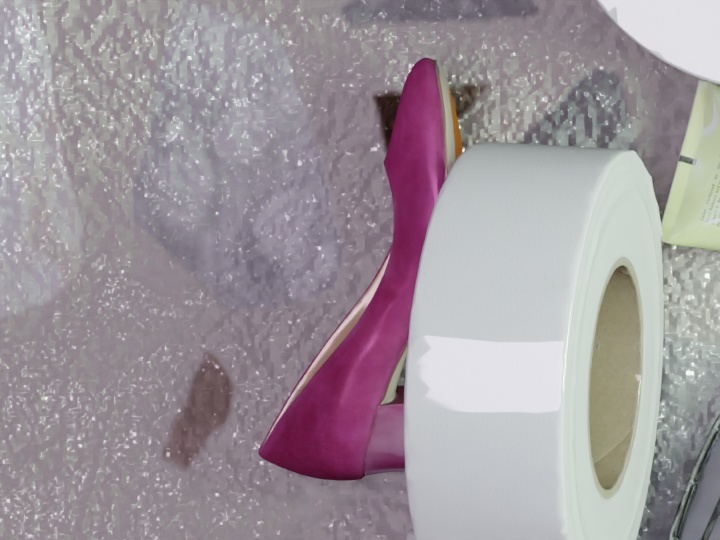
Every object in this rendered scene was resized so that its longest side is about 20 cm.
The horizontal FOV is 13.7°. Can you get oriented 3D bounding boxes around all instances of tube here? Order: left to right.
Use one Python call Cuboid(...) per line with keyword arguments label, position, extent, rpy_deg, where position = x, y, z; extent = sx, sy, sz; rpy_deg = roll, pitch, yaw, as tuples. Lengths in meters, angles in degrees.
Cuboid(label="tube", position=(0.235, -0.024, 1.344), extent=(0.200, 0.052, 0.058), rpy_deg=(17, 59, 19))

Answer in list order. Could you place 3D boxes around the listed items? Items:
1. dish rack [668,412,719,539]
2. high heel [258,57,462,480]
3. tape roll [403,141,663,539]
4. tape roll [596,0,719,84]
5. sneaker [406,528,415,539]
Cuboid(label="dish rack", position=(0.239, 0.125, 1.337), extent=(0.200, 0.055, 0.154), rpy_deg=(25, 97, 16))
Cuboid(label="high heel", position=(0.000, 0.000, 1.407), extent=(0.096, 0.067, 0.201), rpy_deg=(2, 104, 7))
Cuboid(label="tape roll", position=(0.080, 0.044, 1.312), extent=(0.071, 0.202, 0.203), rpy_deg=(3, 91, 18))
Cuboid(label="tape roll", position=(0.195, -0.174, 1.306), extent=(0.202, 0.139, 0.203), rpy_deg=(0, 90, 17))
Cuboid(label="sneaker", position=(0.080, 0.206, 1.387), extent=(0.082, 0.074, 0.200), rpy_deg=(-19, 89, 1))
